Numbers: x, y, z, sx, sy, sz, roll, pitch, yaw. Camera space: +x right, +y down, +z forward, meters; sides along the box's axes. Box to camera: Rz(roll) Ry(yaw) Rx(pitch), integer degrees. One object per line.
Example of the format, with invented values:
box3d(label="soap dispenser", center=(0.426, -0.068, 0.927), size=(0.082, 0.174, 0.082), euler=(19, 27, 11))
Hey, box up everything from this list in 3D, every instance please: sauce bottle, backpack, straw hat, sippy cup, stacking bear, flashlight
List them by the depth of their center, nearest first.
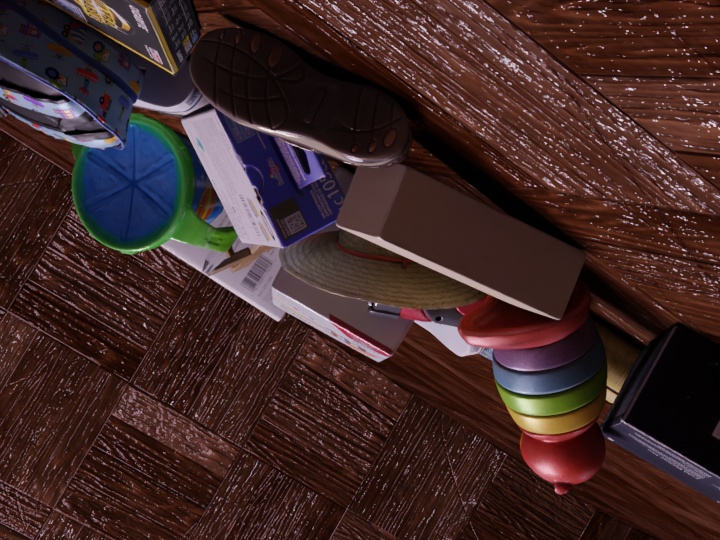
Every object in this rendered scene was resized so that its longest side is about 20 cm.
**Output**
box3d(label="straw hat", center=(0.029, -0.040, 1.438), size=(0.200, 0.085, 0.201), euler=(7, -160, -3))
box3d(label="backpack", center=(-0.285, -0.202, 1.440), size=(0.200, 0.135, 0.183), euler=(27, 170, 32))
box3d(label="stacking bear", center=(0.178, 0.111, 1.464), size=(0.113, 0.121, 0.201), euler=(1, 121, 29))
box3d(label="flashlight", center=(0.109, 0.026, 1.522), size=(0.199, 0.068, 0.068), euler=(9, 166, -3))
box3d(label="sauce bottle", center=(0.209, 0.068, 1.595), size=(0.200, 0.065, 0.065), euler=(33, 173, -12))
box3d(label="sippy cup", center=(-0.204, -0.088, 1.602), size=(0.130, 0.139, 0.178), euler=(-6, -103, -67))

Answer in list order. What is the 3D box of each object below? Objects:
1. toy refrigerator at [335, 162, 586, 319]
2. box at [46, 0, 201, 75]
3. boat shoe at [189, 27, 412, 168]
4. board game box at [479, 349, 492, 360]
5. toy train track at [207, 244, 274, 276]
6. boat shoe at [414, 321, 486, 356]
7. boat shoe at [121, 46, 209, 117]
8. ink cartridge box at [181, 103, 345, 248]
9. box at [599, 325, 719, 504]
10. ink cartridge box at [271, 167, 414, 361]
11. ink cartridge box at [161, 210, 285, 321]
box3d(label="toy refrigerator", center=(0.087, -0.029, 1.306), size=(0.200, 0.070, 0.076), euler=(23, 178, -30))
box3d(label="box", center=(-0.215, -0.239, 1.263), size=(0.159, 0.049, 0.200), euler=(32, 173, 3))
box3d(label="boat shoe", center=(-0.048, -0.127, 1.241), size=(0.200, 0.075, 0.073), euler=(29, 173, 21))
box3d(label="board game box", center=(0.155, 0.072, 1.923), size=(0.200, 0.047, 0.151), euler=(30, 173, 11))
box3d(label="toy train track", center=(-0.101, -0.044, 1.637), size=(0.033, 0.114, 0.200), euler=(62, 151, 5))
box3d(label="boat shoe", center=(0.100, 0.030, 1.776), size=(0.068, 0.072, 0.200), euler=(-8, -151, -28))
box3d(label="boat shoe", center=(-0.223, -0.194, 1.563), size=(0.201, 0.075, 0.086), euler=(17, 173, 28))
box3d(label="ink cartridge box", center=(-0.083, -0.095, 1.395), size=(0.137, 0.076, 0.200), euler=(64, 168, -10))
box3d(label="box", center=(0.340, 0.152, 1.463), size=(0.200, 0.104, 0.182), euler=(30, 172, 5))
box3d(label="ink cartridge box", center=(0.000, 0.000, 1.650), size=(0.145, 0.145, 0.200), euler=(29, 174, 0))
box3d(label="ink cartridge box", center=(-0.145, -0.056, 1.857), size=(0.200, 0.146, 0.084), euler=(35, 178, -27))
